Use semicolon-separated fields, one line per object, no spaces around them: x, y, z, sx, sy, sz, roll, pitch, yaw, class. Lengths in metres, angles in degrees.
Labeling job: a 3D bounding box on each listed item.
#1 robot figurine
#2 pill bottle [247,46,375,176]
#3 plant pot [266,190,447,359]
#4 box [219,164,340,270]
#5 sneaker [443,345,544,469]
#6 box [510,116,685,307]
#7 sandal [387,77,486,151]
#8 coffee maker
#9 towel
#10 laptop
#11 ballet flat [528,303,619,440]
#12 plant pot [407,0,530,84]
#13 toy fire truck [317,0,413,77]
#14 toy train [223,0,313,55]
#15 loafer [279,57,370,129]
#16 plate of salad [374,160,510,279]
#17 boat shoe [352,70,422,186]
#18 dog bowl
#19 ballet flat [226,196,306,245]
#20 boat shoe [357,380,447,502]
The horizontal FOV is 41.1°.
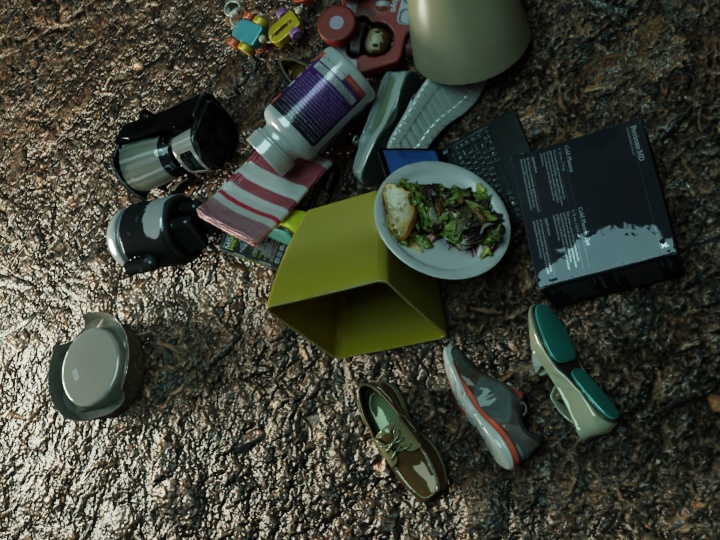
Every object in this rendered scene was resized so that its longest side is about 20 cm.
-0.355;-0.064;1.703;0.199;0.150;0.125;-10;92;28;robot figurine
-0.082;-0.249;1.529;0.200;0.111;0.111;-44;57;0;pill bottle
0.000;0.000;1.430;0.199;0.200;0.177;-14;58;27;plant pot
-0.137;-0.104;1.627;0.160;0.044;0.201;16;84;35;box
0.186;0.181;1.339;0.082;0.077;0.200;-27;60;-8;sneaker
0.319;-0.074;1.291;0.181;0.104;0.201;-15;68;21;box
0.112;-0.255;1.514;0.203;0.082;0.050;-46;14;3;sandal
-0.335;-0.244;1.738;0.199;0.135;0.193;-14;67;27;coffee maker
-0.154;-0.135;1.558;0.144;0.023;0.200;26;64;32;towel
0.153;-0.140;1.424;0.200;0.103;0.178;-28;63;22;laptop
0.270;0.140;1.294;0.069;0.069;0.200;-37;60;17;ballet flat
0.145;-0.415;1.422;0.187;0.200;0.188;-11;50;13;plant pot
0.030;-0.417;1.593;0.167;0.112;0.201;11;81;15;toy fire truck
-0.151;-0.464;1.744;0.199;0.056;0.151;-14;67;24;toy train
-0.067;-0.301;1.627;0.200;0.072;0.073;34;93;33;loafer
0.118;-0.079;1.346;0.199;0.048;0.201;6;57;-9;plate of salad
0.035;-0.230;1.547;0.065;0.074;0.203;13;78;40;boat shoe
-0.475;0.178;1.738;0.199;0.059;0.201;-10;69;29;dog bowl
-0.164;-0.093;1.583;0.199;0.067;0.067;18;64;32;ballet flat
0.050;0.244;1.385;0.076;0.074;0.200;-43;58;14;boat shoe
